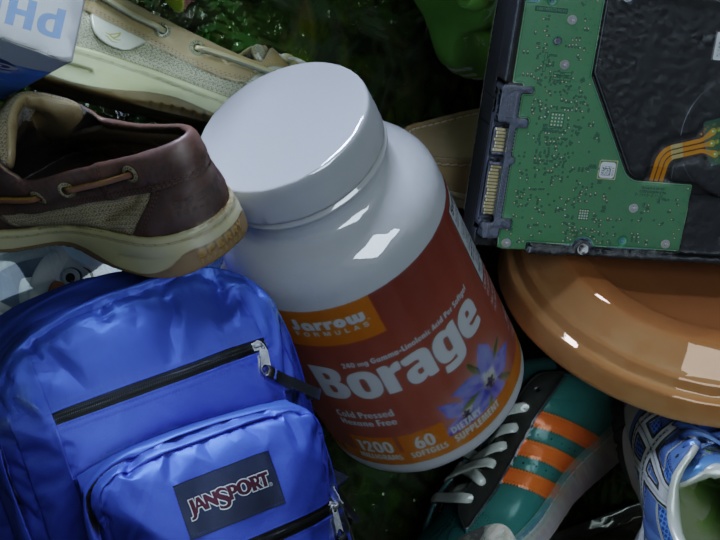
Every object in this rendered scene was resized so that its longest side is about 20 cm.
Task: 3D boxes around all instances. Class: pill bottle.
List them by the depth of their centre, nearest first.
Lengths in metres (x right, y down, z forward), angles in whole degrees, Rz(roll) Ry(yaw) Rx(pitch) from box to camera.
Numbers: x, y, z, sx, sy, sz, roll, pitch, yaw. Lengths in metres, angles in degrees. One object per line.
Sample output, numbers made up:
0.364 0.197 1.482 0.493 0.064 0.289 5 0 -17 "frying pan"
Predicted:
0.000 0.000 0.800 0.112 0.112 0.200 -46 134 -18 "pill bottle"

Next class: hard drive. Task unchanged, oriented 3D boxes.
0.158 -0.075 0.835 0.200 0.038 0.140 2 108 -15 "hard drive"

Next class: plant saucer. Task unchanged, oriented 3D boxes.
0.175 0.006 0.881 0.200 0.200 0.037 -5 129 -24 "plant saucer"

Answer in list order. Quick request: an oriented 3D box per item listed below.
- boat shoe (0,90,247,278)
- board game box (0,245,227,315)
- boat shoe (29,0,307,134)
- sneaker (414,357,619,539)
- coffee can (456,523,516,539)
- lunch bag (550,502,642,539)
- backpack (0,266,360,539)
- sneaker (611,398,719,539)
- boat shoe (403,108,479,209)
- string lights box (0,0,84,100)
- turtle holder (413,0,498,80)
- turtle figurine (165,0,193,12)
-0.139 -0.051 0.734 0.072 0.200 0.072 -44 131 -34 "boat shoe"
-0.133 0.068 0.815 0.199 0.043 0.200 -22 98 -21 "board game box"
-0.078 -0.103 0.832 0.200 0.073 0.063 13 86 -15 "boat shoe"
0.086 0.096 0.902 0.200 0.071 0.080 -40 103 -28 "sneaker"
0.084 0.237 0.750 0.200 0.146 0.146 46 72 -4 "coffee can"
0.169 0.219 0.909 0.200 0.118 0.164 -18 98 -28 "lunch bag"
-0.081 0.096 0.726 0.162 0.168 0.200 -19 95 -31 "backpack"
0.176 0.099 0.843 0.076 0.077 0.200 7 53 -11 "sneaker"
0.114 -0.081 0.887 0.200 0.074 0.069 -6 130 -6 "boat shoe"
-0.191 -0.115 0.709 0.103 0.200 0.059 14 83 -24 "string lights box"
0.080 -0.191 0.865 0.132 0.141 0.186 -22 96 -26 "turtle holder"
-0.047 -0.187 0.799 0.161 0.200 0.064 -35 133 -17 "turtle figurine"
